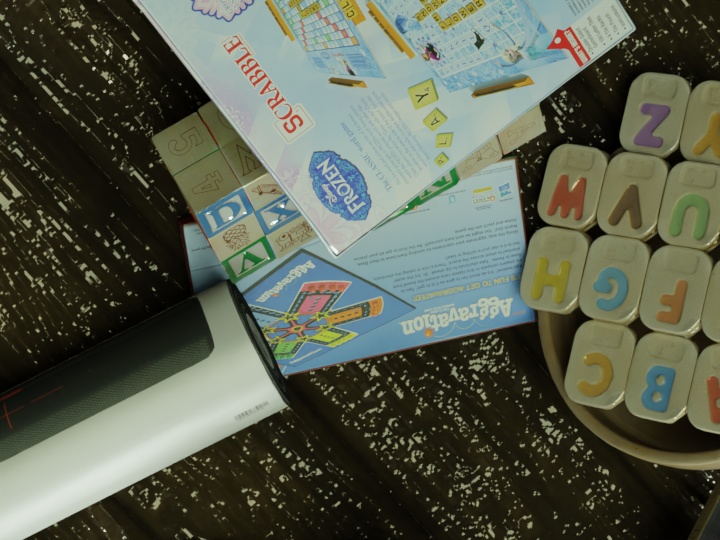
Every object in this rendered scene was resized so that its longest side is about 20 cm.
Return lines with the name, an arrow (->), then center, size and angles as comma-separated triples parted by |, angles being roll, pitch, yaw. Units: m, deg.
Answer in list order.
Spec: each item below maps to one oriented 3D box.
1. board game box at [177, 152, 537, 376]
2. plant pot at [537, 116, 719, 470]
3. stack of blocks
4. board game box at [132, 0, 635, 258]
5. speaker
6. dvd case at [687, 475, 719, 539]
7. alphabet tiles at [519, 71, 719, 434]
board game box -> 0.000, 0.000, 1.403 | 0.199, 0.019, 0.104 | -12, 107, -10
plant pot -> 0.210, 0.019, 1.397 | 0.093, 0.201, 0.201 | 19, 103, -56
stack of blocks -> -0.003, -0.075, 1.328 | 0.199, 0.059, 0.115 | -30, 151, -4
board game box -> 0.010, -0.137, 1.208 | 0.199, 0.041, 0.200 | -37, 127, 1
speaker -> -0.144, 0.084, 1.349 | 0.199, 0.081, 0.081 | -26, 110, 3
dvd case -> 0.269, 0.169, 1.473 | 0.149, 0.016, 0.200 | 40, 66, -21
alphabet tiles -> 0.183, -0.013, 1.358 | 0.015, 0.199, 0.197 | 19, 83, -55
